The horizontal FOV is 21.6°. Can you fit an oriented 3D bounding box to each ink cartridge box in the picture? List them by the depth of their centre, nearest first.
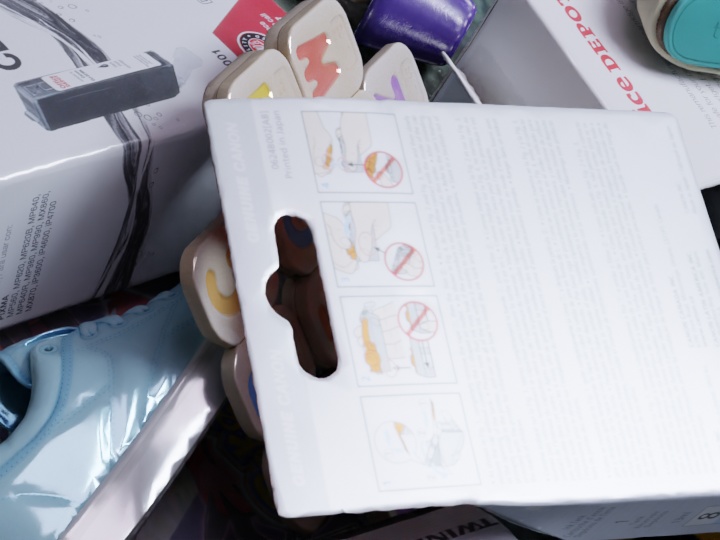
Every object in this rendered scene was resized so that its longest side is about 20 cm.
[{"bbox_3d":[0.044,0.018,0.681,0.199,0.047,0.161,-1,62,-23],"label":"ink cartridge box"},{"bbox_3d":[-0.125,-0.065,0.763,0.199,0.084,0.144,-21,53,-40],"label":"ink cartridge box"},{"bbox_3d":[0.127,-0.062,0.891,0.199,0.125,0.129,-16,64,-37],"label":"ink cartridge box"}]

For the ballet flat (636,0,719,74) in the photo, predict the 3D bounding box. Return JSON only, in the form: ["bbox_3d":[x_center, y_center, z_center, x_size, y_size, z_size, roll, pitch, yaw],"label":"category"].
[{"bbox_3d":[0.213,-0.112,0.852,0.199,0.070,0.070,13,50,-19],"label":"ballet flat"}]

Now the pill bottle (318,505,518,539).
[{"bbox_3d":[-0.034,0.152,0.637,0.199,0.106,0.107,-13,62,-31],"label":"pill bottle"}]

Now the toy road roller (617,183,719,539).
[{"bbox_3d":[0.147,0.066,0.827,0.200,0.145,0.123,42,32,-49],"label":"toy road roller"}]

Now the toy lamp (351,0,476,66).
[{"bbox_3d":[-0.036,-0.165,0.932,0.199,0.058,0.058,31,46,-4],"label":"toy lamp"}]

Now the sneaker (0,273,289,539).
[{"bbox_3d":[-0.091,0.039,0.698,0.082,0.074,0.200,35,44,-2],"label":"sneaker"}]

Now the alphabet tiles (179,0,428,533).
[{"bbox_3d":[0.000,0.000,0.740,0.196,0.015,0.201,-49,125,-50],"label":"alphabet tiles"}]

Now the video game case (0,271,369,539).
[{"bbox_3d":[-0.099,0.062,0.741,0.182,0.023,0.200,-16,64,-36],"label":"video game case"}]
